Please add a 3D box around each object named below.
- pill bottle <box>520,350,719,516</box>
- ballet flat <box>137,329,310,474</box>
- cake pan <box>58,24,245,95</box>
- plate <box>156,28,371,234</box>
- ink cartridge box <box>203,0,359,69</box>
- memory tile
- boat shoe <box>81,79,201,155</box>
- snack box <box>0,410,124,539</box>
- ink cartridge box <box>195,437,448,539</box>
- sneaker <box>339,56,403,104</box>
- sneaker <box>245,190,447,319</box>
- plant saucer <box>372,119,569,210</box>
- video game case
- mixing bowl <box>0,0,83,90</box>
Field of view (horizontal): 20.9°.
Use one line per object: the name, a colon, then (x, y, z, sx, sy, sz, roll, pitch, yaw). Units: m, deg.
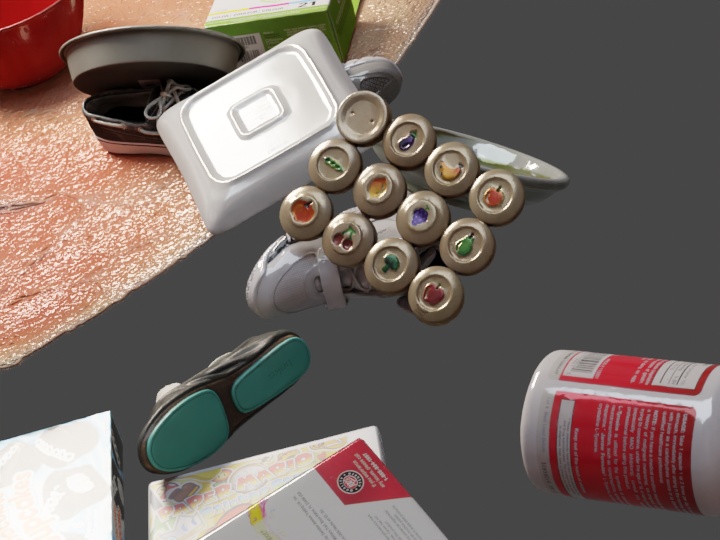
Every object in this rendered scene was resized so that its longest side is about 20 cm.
pill bottle: (0.230, 0.123, 1.463, 0.199, 0.112, 0.112, 5, 40, 29)
ballet flat: (-0.128, 0.114, 1.680, 0.068, 0.068, 0.200, 8, 30, 46)
cake pan: (-0.222, -0.218, 2.095, 0.200, 0.200, 0.037, -5, 80, 17)
plate: (-0.097, -0.149, 1.951, 0.199, 0.032, 0.200, -29, 46, 0)
ink cartridge box: (-0.082, -0.307, 2.221, 0.147, 0.076, 0.200, -6, 37, 15)
memory tile: (0.035, -0.058, 1.717, 0.200, 0.017, 0.154, 32, 88, 24)
boat shoe: (-0.203, -0.168, 2.075, 0.199, 0.068, 0.074, 5, 57, 27)
snack box: (-0.256, 0.205, 1.623, 0.116, 0.037, 0.200, -16, 35, 2)
ink cartridge box: (-0.039, 0.238, 1.420, 0.200, 0.083, 0.146, -31, 47, -13)
sneaker: (-0.033, -0.140, 1.989, 0.200, 0.075, 0.082, -36, 47, -8)
sneaker: (0.000, 0.000, 1.764, 0.200, 0.075, 0.115, -26, 34, -16)
plant saucer: (0.094, -0.091, 1.825, 0.200, 0.050, 0.200, 15, 12, -3)
video game case: (-0.071, 0.209, 1.552, 0.199, 0.023, 0.182, -15, 35, 4)
mixing bowl: (-0.405, -0.283, 2.298, 0.200, 0.109, 0.200, -12, 34, 8)
